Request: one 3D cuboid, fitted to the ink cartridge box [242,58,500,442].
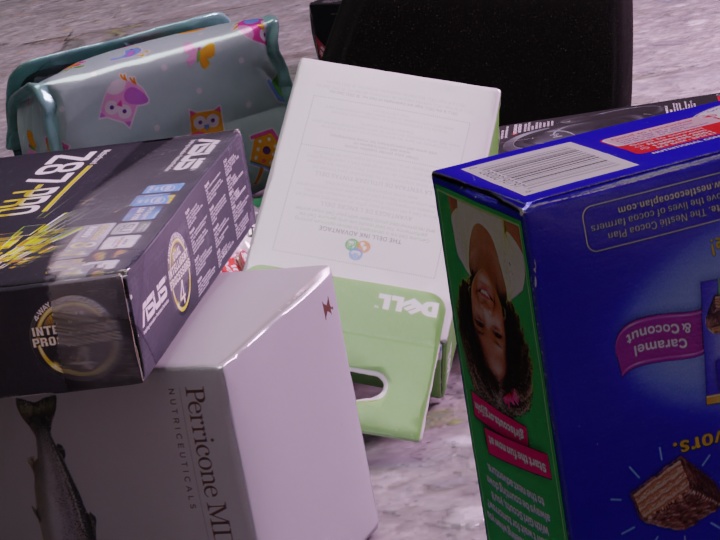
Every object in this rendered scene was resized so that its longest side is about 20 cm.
[{"bbox_3d":[0.000,0.000,1.152,0.103,0.059,0.201,10,59,7],"label":"ink cartridge box"}]

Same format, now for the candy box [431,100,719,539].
[{"bbox_3d":[0.124,0.051,0.751,0.168,0.202,0.077,-14,14,-16],"label":"candy box"}]

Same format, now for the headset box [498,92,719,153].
[{"bbox_3d":[0.115,-0.032,1.282,0.198,0.078,0.149,-10,15,7],"label":"headset box"}]

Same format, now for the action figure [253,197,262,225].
[{"bbox_3d":[-0.077,-0.010,1.384,0.118,0.055,0.199,8,28,41],"label":"action figure"}]

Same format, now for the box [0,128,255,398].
[{"bbox_3d":[-0.140,-0.001,0.955,0.160,0.050,0.200,-4,18,12],"label":"box"}]

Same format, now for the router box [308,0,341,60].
[{"bbox_3d":[0.078,-0.206,1.947,0.149,0.063,0.199,-25,21,-39],"label":"router box"}]

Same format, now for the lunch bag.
[{"bbox_3d":[-0.139,-0.094,1.565,0.169,0.123,0.200,-17,7,-13],"label":"lunch bag"}]

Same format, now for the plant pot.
[{"bbox_3d":[0.080,-0.166,1.487,0.198,0.179,0.200,10,18,2],"label":"plant pot"}]

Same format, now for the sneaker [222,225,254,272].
[{"bbox_3d":[-0.076,0.020,1.236,0.107,0.068,0.201,11,23,-33],"label":"sneaker"}]

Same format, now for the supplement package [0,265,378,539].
[{"bbox_3d":[-0.109,0.075,0.976,0.198,0.118,0.117,-4,16,24],"label":"supplement package"}]
